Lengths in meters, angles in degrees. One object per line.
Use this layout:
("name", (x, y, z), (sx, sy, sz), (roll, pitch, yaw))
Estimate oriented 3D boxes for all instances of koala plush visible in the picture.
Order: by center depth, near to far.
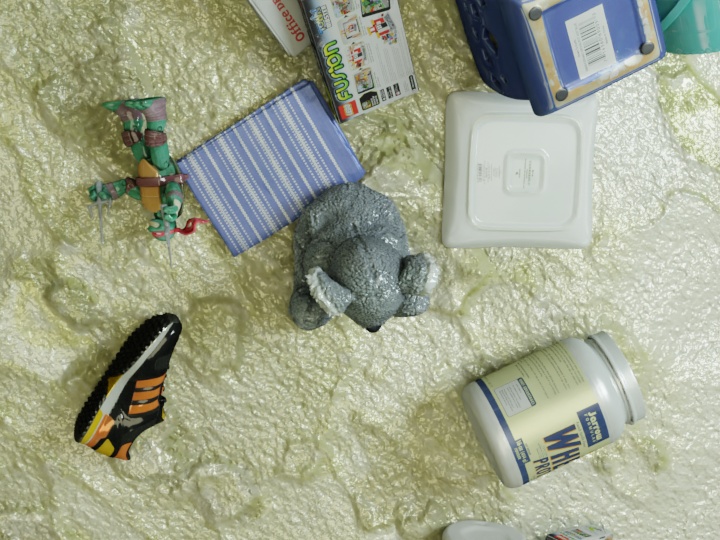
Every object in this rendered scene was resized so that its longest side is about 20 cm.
("koala plush", (0.000, 0.000, 1.474), (0.177, 0.200, 0.185), (-7, 107, -6))

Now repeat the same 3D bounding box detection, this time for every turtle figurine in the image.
("turtle figurine", (-0.256, -0.105, 1.484), (0.149, 0.101, 0.201), (0, 102, 34))

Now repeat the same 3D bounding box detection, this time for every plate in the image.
("plate", (0.205, -0.125, 1.573), (0.199, 0.032, 0.201), (0, 101, -7))

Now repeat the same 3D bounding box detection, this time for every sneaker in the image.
("sneaker", (-0.270, 0.146, 1.547), (0.090, 0.070, 0.200), (35, 95, -27))

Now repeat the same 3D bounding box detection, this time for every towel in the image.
("towel", (-0.110, -0.128, 1.538), (0.200, 0.024, 0.145), (-32, 104, 1))

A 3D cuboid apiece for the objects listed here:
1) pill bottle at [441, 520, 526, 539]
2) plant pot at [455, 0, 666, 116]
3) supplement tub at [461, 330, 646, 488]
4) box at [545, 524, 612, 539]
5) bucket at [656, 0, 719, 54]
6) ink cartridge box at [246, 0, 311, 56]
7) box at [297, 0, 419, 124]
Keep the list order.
("pill bottle", (0.153, 0.441, 1.626), (0.113, 0.114, 0.201), (4, 99, -8))
("plant pot", (0.233, -0.306, 1.438), (0.199, 0.180, 0.200), (-26, 126, -3))
("supplement tub", (0.244, 0.173, 1.574), (0.199, 0.145, 0.145), (-25, 102, -2))
("box", (0.271, 0.443, 1.646), (0.110, 0.035, 0.201), (3, 102, -46))
("bucket", (0.418, -0.353, 1.473), (0.206, 0.207, 0.135), (-20, 116, -4))
("ink cartridge box", (-0.051, -0.369, 1.433), (0.200, 0.084, 0.145), (-40, 145, 0))
("box", (-0.002, -0.271, 1.457), (0.110, 0.035, 0.200), (-22, 141, -4))
